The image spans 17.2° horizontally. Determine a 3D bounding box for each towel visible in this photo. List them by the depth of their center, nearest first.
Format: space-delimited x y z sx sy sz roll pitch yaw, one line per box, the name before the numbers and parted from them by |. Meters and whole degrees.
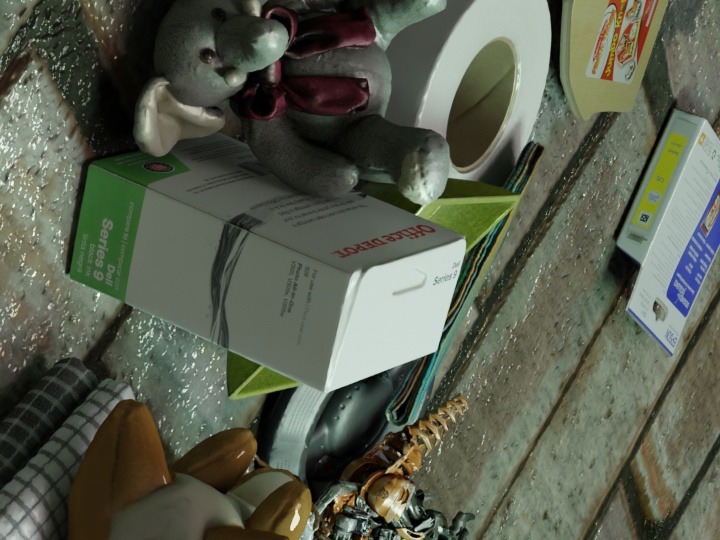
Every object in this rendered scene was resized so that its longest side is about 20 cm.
towel | -0.197 0.176 1.495 0.166 0.085 0.201 -51 148 -35
towel | 0.079 0.010 1.800 0.200 0.022 0.147 -60 175 -36

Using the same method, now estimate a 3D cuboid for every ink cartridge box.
ink cartridge box | -0.057 -0.008 1.482 0.146 0.199 0.084 -18 126 -57
ink cartridge box | 0.307 -0.034 2.337 0.201 0.047 0.198 -64 155 -6

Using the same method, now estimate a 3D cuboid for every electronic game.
electronic game | -0.008 0.107 1.843 0.200 0.042 0.201 -39 145 -33

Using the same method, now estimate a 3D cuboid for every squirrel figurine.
squirrel figurine | -0.108 0.190 1.470 0.201 0.141 0.187 -59 166 6

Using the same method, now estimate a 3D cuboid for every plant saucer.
plant saucer | 0.000 0.000 1.649 0.200 0.048 0.200 -44 167 17

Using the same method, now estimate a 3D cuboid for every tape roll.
tape roll | 0.063 -0.132 1.763 0.202 0.071 0.203 -43 145 -41

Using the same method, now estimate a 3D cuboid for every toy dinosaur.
toy dinosaur | 0.021 0.187 1.833 0.200 0.102 0.136 -39 134 7

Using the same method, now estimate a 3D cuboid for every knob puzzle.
knob puzzle | 0.208 -0.226 2.014 0.220 0.030 0.220 -43 146 -40

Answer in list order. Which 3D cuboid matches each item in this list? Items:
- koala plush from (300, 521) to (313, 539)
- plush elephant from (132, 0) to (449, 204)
koala plush | -0.067 0.250 1.630 0.200 0.183 0.178 79 26 -59
plush elephant | -0.055 -0.131 1.459 0.154 0.199 0.166 12 83 -44
